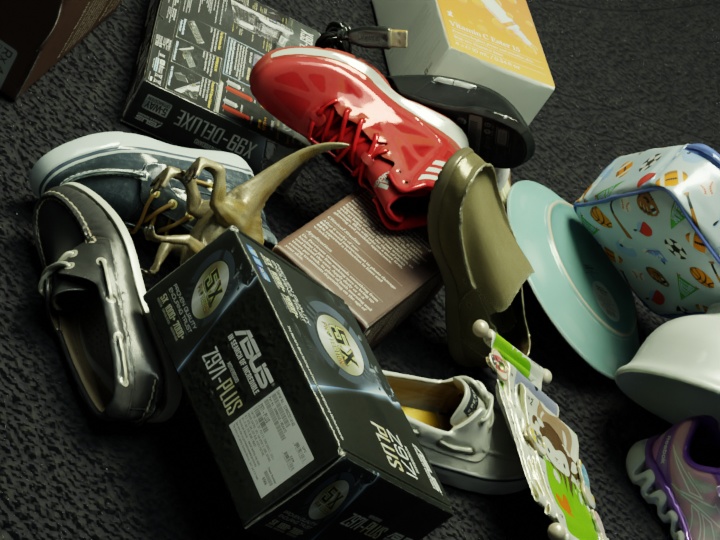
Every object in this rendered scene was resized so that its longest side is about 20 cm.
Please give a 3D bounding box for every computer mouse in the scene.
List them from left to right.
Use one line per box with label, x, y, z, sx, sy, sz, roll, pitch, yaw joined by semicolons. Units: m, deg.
computer mouse;0.055;-0.158;1.520;0.198;0.141;0.046;14;57;15

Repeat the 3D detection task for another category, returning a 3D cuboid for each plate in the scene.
plate;0.198;0.003;1.606;0.200;0.025;0.201;42;30;-31

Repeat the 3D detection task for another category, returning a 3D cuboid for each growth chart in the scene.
growth chart;0.149;0.144;1.401;0.144;0.018;0.201;30;36;-55

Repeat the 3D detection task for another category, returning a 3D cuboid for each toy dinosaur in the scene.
toy dinosaur;-0.104;-0.041;1.353;0.101;0.201;0.058;40;-11;-31

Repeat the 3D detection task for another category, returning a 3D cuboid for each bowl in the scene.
bowl;0.320;0.088;1.513;0.200;0.201;0.091;27;77;-13

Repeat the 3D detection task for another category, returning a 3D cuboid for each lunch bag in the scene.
lunch bag;0.280;-0.027;1.565;0.076;0.200;0.161;-44;102;-15

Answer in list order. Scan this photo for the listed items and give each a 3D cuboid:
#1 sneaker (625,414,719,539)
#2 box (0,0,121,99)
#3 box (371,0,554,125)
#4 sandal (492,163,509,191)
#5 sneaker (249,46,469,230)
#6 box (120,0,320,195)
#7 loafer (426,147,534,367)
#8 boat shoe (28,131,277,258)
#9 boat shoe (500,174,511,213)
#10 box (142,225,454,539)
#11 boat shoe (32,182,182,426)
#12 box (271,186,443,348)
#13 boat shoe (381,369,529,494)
sneaker;0.298;0.199;1.466;0.080;0.089;0.201;-2;50;-43
box;-0.272;-0.281;1.469;0.164;0.166;0.200;35;34;-2
box;0.098;-0.226;1.784;0.123;0.098;0.201;16;39;-26
sandal;0.043;-0.110;1.614;0.206;0.080;0.059;29;-4;22
sneaker;0.002;-0.105;1.458;0.198;0.079;0.116;20;33;-13
box;-0.117;-0.172;1.577;0.157;0.050;0.201;24;36;-17
loafer;0.103;-0.007;1.448;0.067;0.201;0.076;12;41;29
boat shoe;-0.151;-0.047;1.383;0.199;0.071;0.091;1;50;-39
boat shoe;0.093;-0.080;1.632;0.074;0.075;0.203;0;48;-32
box;-0.042;0.092;1.245;0.164;0.086;0.201;36;22;-54
boat shoe;-0.192;0.021;1.271;0.060;0.074;0.201;1;56;-46
box;0.000;0.000;1.457;0.100;0.075;0.200;41;36;9
boat shoe;0.072;0.116;1.383;0.198;0.070;0.071;17;39;-26
